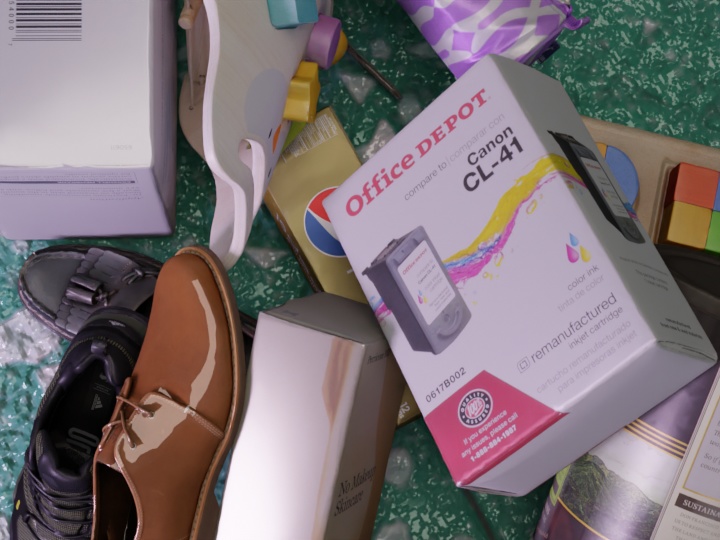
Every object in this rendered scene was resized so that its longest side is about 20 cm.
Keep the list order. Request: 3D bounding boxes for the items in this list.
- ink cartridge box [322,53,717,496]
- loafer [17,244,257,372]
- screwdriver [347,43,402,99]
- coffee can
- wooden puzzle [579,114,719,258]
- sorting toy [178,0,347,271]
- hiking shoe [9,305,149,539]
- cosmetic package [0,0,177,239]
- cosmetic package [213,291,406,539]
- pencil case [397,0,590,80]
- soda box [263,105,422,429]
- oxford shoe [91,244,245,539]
[{"bbox_3d":[0.085,0.004,0.934,0.147,0.085,0.201,-40,62,24],"label":"ink cartridge box"},{"bbox_3d":[-0.127,0.030,1.053,0.198,0.063,0.073,22,80,0],"label":"loafer"},{"bbox_3d":[-0.044,-0.183,1.117,0.200,0.029,0.028,45,80,0],"label":"screwdriver"},{"bbox_3d":[0.200,0.105,0.986,0.145,0.146,0.202,19,103,0],"label":"coffee can"},{"bbox_3d":[0.181,-0.004,1.082,0.198,0.046,0.187,12,80,2],"label":"wooden puzzle"},{"bbox_3d":[-0.068,-0.103,0.960,0.106,0.201,0.182,8,59,1],"label":"sorting toy"},{"bbox_3d":[-0.180,0.123,0.999,0.075,0.101,0.202,15,100,6],"label":"hiking shoe"},{"bbox_3d":[-0.175,-0.136,1.009,0.121,0.200,0.202,0,81,-4],"label":"cosmetic package"},{"bbox_3d":[-0.031,0.122,0.987,0.070,0.105,0.202,16,103,18],"label":"cosmetic package"},{"bbox_3d":[0.046,-0.197,0.975,0.085,0.084,0.200,-35,98,33],"label":"pencil case"},{"bbox_3d":[0.000,0.000,1.064,0.064,0.068,0.201,-28,83,-7],"label":"soda box"},{"bbox_3d":[-0.114,0.085,0.941,0.071,0.071,0.202,5,93,-46],"label":"oxford shoe"}]
